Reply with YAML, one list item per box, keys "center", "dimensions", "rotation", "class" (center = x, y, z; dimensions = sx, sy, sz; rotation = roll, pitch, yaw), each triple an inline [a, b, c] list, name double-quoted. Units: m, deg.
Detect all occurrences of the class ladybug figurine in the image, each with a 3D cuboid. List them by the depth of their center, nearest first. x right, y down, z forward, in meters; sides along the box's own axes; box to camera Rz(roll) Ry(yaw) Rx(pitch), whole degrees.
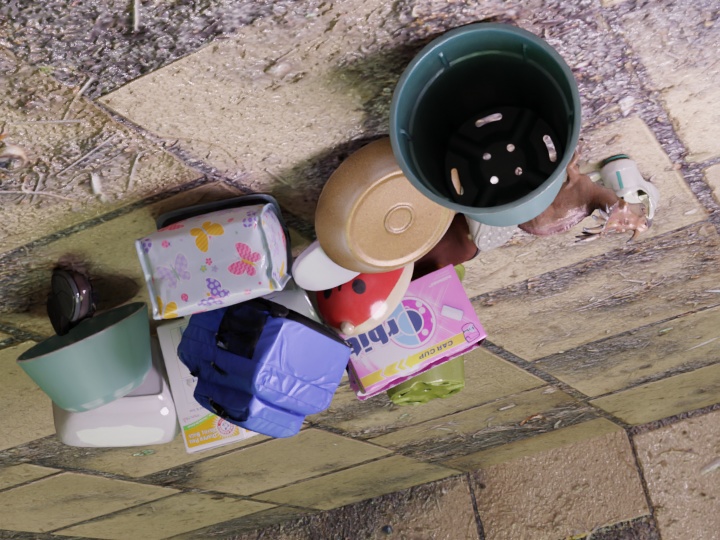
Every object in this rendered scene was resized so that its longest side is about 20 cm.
- center: [0.000, 0.000, 1.616]
  dimensions: [0.135, 0.201, 0.072]
  rotation: [-10, 133, 22]
  class: "ladybug figurine"

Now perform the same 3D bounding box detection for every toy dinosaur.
- center: [0.269, -0.079, 1.594]
  dimensions: [0.199, 0.137, 0.086]
  rotation: [-21, 157, 27]
  class: "toy dinosaur"

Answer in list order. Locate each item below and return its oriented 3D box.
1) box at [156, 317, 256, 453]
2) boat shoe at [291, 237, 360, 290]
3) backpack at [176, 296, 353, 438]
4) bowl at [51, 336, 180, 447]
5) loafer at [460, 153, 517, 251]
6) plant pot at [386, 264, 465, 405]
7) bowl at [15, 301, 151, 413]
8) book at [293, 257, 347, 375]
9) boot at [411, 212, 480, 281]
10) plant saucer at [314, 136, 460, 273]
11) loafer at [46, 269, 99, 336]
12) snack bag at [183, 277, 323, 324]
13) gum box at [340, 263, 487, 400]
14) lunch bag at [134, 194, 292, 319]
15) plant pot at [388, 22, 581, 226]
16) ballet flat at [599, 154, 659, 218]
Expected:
- center: [-0.228, 0.170, 1.867]
  dimensions: [0.100, 0.202, 0.112]
  rotation: [-16, 174, 13]
  class: "box"
- center: [-0.007, -0.051, 1.556]
  dimensions: [0.199, 0.066, 0.072]
  rotation: [-37, 126, -1]
  class: "boat shoe"
- center: [-0.147, 0.115, 1.576]
  dimensions: [0.199, 0.169, 0.162]
  rotation: [20, 169, 44]
  class: "backpack"
- center: [-0.374, 0.172, 1.863]
  dimensions: [0.198, 0.201, 0.075]
  rotation: [1, 131, -17]
  class: "bowl"
- center: [0.166, -0.093, 1.581]
  dimensions: [0.069, 0.070, 0.201]
  rotation: [-23, 151, -7]
  class: "loafer"
- center: [0.088, 0.106, 1.907]
  dimensions: [0.198, 0.192, 0.200]
  rotation: [-10, 159, -4]
  class: "plant pot"
- center: [-0.379, 0.132, 1.729]
  dimensions: [0.199, 0.106, 0.201]
  rotation: [-22, -171, 4]
  class: "bowl"
- center: [-0.055, 0.073, 1.826]
  dimensions: [0.048, 0.135, 0.200]
  rotation: [-12, 160, 7]
  class: "book"
- center: [0.060, -0.006, 1.699]
  dimensions: [0.199, 0.069, 0.188]
  rotation: [-26, -179, -29]
  class: "boot"
- center: [0.042, -0.071, 1.494]
  dimensions: [0.198, 0.036, 0.202]
  rotation: [-14, 129, -18]
  class: "plant saucer"
- center: [-0.393, 0.037, 1.674]
  dimensions: [0.063, 0.072, 0.200]
  rotation: [-22, 172, -26]
  class: "loafer"
- center: [-0.163, 0.049, 1.689]
  dimensions: [0.187, 0.021, 0.201]
  rotation: [-19, 113, 21]
  class: "snack bag"
- center: [0.060, 0.087, 1.669]
  dimensions: [0.199, 0.114, 0.066]
  rotation: [-24, 167, -10]
  class: "gum box"
- center: [-0.179, -0.023, 1.524]
  dimensions: [0.168, 0.128, 0.200]
  rotation: [-13, -174, 6]
  class: "lunch bag"
- center: [0.146, -0.139, 1.320]
  dimensions: [0.198, 0.202, 0.196]
  rotation: [-15, 167, 10]
  class: "plant pot"
- center: [0.383, -0.100, 1.701]
  dimensions: [0.069, 0.070, 0.200]
  rotation: [-18, 159, 19]
  class: "ballet flat"
